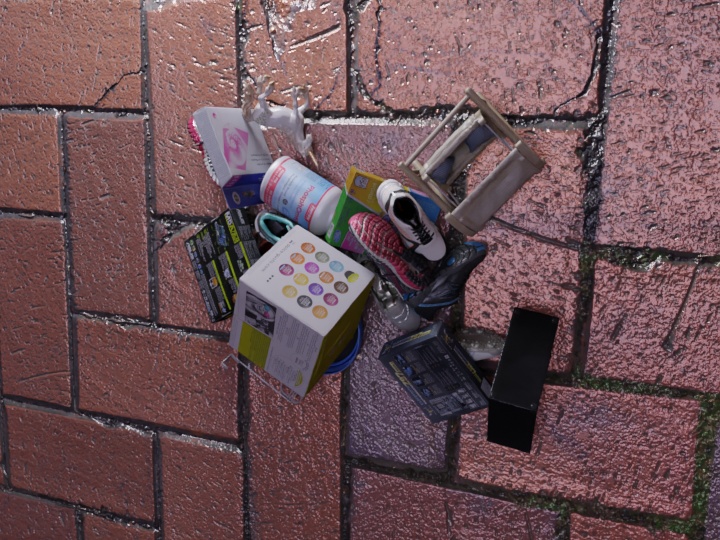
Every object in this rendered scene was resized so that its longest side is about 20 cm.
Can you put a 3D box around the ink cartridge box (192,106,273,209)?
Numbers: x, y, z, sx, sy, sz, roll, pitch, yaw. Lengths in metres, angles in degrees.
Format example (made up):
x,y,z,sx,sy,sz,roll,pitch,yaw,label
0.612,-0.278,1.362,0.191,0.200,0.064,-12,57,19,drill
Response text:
x,y,z,sx,sy,sz,roll,pitch,yaw,label
-0.245,-0.236,1.534,0.043,0.196,0.204,-22,92,23,ink cartridge box

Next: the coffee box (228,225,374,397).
x,y,z,sx,sy,sz,roll,pitch,yaw,label
-0.116,0.079,1.448,0.195,0.200,0.202,31,136,11,coffee box

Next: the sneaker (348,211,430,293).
x,y,z,sx,sy,sz,roll,pitch,yaw,label
0.045,-0.027,1.447,0.200,0.081,0.074,46,141,-14,sneaker

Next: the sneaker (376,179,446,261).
x,y,z,sx,sy,sz,roll,pitch,yaw,label
0.104,-0.083,1.436,0.074,0.080,0.200,-42,117,3,sneaker

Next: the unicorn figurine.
x,y,z,sx,sy,sz,roll,pitch,yaw,label
-0.156,-0.322,1.552,0.196,0.074,0.140,19,114,6,unicorn figurine

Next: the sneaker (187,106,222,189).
x,y,z,sx,sy,sz,roll,pitch,yaw,label
-0.303,-0.257,1.607,0.074,0.080,0.203,-28,88,18,sneaker

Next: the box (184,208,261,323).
x,y,z,sx,sy,sz,roll,pitch,yaw,label
-0.293,-0.011,1.629,0.191,0.047,0.204,-28,80,37,box

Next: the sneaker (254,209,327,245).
x,y,z,sx,sy,sz,roll,pitch,yaw,label
-0.137,-0.059,1.542,0.197,0.091,0.079,29,88,0,sneaker

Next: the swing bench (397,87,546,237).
x,y,z,sx,sy,sz,roll,pitch,yaw,label
0.214,-0.200,1.410,0.200,0.129,0.199,47,110,7,swing bench

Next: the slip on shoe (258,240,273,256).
x,y,z,sx,sy,sz,roll,pitch,yaw,label
-0.230,-0.003,1.641,0.074,0.061,0.200,45,112,5,slip on shoe

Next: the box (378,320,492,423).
x,y,z,sx,sy,sz,roll,pitch,yaw,label
0.153,0.208,1.487,0.156,0.051,0.201,-26,112,37,box

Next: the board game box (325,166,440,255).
x,y,z,sx,sy,sz,roll,pitch,yaw,label
0.047,-0.101,1.480,0.196,0.040,0.156,16,107,-20,board game box

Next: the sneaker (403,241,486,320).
x,y,z,sx,sy,sz,roll,pitch,yaw,label
0.181,0.020,1.503,0.199,0.074,0.082,-38,112,19,sneaker

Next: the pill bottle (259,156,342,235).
x,y,z,sx,sy,sz,roll,pitch,yaw,label
-0.104,-0.144,1.545,0.198,0.109,0.110,32,108,12,pill bottle

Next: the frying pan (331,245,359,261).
x,y,z,sx,sy,sz,roll,pitch,yaw,label
-0.010,0.013,1.584,0.189,0.031,0.116,41,111,12,frying pan

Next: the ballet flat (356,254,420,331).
x,y,z,sx,sy,sz,roll,pitch,yaw,label
0.052,0.049,1.531,0.069,0.069,0.202,-32,96,21,ballet flat

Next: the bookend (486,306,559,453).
x,y,z,sx,sy,sz,roll,pitch,yaw,label
0.316,0.218,1.451,0.090,0.202,0.202,13,147,17,bookend

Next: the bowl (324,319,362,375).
x,y,z,sx,sy,sz,roll,pitch,yaw,label
-0.085,0.124,1.612,0.196,0.039,0.206,6,106,21,bowl

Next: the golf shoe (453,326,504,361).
x,y,z,sx,sy,sz,roll,pitch,yaw,label
0.203,0.172,1.519,0.195,0.078,0.099,-1,117,25,golf shoe

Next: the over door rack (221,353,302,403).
x,y,z,sx,sy,sz,roll,pitch,yaw,label
-0.192,0.201,1.616,0.197,0.067,0.148,29,143,-5,over door rack
